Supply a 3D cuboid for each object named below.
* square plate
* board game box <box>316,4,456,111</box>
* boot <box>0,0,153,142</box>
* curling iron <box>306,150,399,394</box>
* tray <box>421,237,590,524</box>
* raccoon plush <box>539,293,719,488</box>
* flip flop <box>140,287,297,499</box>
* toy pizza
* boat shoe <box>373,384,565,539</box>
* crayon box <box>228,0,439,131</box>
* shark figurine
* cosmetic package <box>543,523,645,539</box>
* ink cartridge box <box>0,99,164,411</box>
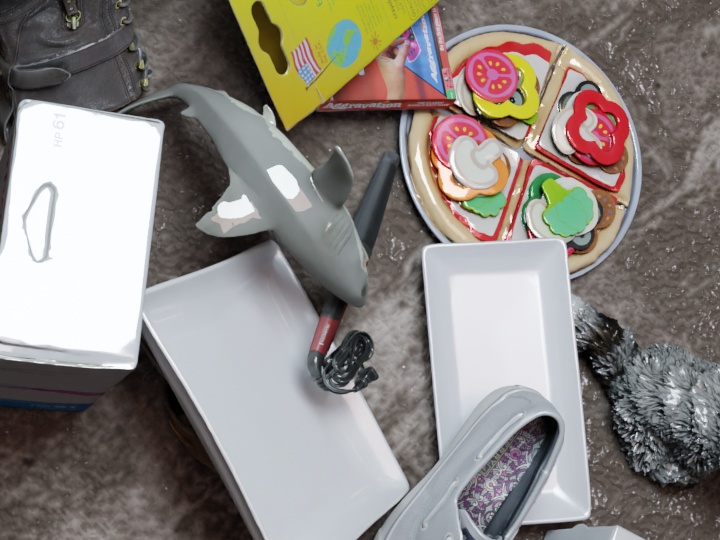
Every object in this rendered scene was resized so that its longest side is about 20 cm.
[{"bbox_3d":[-0.055,0.087,0.936,0.198,0.028,0.200,62,24,1],"label":"square plate"},{"bbox_3d":[0.002,-0.210,1.067,0.103,0.019,0.200,-4,71,-19],"label":"board game box"},{"bbox_3d":[-0.163,-0.181,0.946,0.200,0.174,0.069,-26,52,-12],"label":"boot"},{"bbox_3d":[0.000,0.000,1.014,0.050,0.026,0.200,35,50,-32],"label":"curling iron"},{"bbox_3d":[0.101,0.079,1.042,0.107,0.022,0.201,-3,82,-11],"label":"tray"},{"bbox_3d":[0.224,0.087,1.031,0.200,0.134,0.097,29,70,-11],"label":"raccoon plush"},{"bbox_3d":[-0.090,0.100,0.961,0.200,0.058,0.081,54,25,-15],"label":"flip flop"},{"bbox_3d":[0.124,-0.089,1.089,0.200,0.032,0.201,5,77,-20],"label":"toy pizza"},{"bbox_3d":[0.070,0.169,0.975,0.072,0.069,0.200,40,86,-14],"label":"boat shoe"},{"bbox_3d":[-0.020,-0.202,0.979,0.200,0.051,0.127,-44,129,-29],"label":"crayon box"},{"bbox_3d":[-0.082,-0.061,0.939,0.089,0.128,0.214,-40,74,-20],"label":"shark figurine"},{"bbox_3d":[0.218,0.253,1.009,0.200,0.108,0.085,27,72,-10],"label":"cosmetic package"},{"bbox_3d":[-0.180,0.000,0.874,0.084,0.200,0.145,8,76,-16],"label":"ink cartridge box"}]
